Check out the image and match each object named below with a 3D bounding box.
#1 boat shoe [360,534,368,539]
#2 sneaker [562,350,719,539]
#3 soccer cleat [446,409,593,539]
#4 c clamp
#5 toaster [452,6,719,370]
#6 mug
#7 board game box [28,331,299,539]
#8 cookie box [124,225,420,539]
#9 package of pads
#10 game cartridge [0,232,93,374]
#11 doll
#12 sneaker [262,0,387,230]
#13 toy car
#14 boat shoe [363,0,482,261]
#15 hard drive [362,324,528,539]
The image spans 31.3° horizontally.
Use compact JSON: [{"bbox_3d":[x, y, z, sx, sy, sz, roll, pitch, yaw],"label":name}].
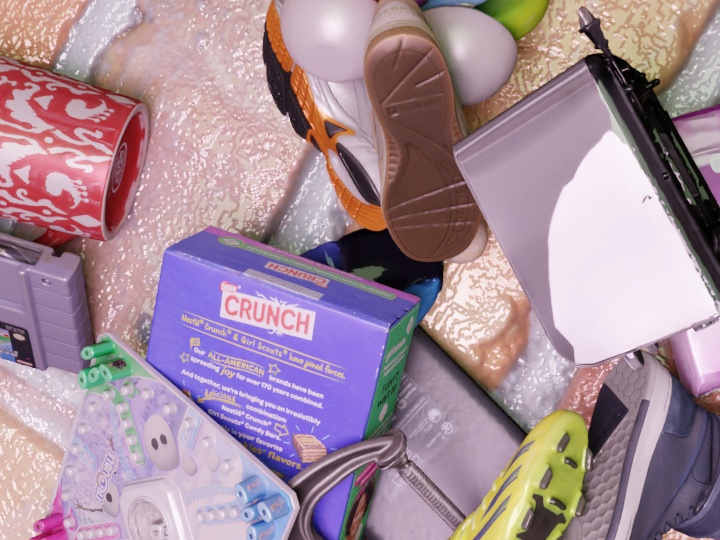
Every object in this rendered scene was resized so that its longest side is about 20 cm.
[{"bbox_3d":[-0.089,0.229,0.977,0.197,0.063,0.072,-14,87,5],"label":"boat shoe"},{"bbox_3d":[0.204,0.179,0.871,0.146,0.077,0.204,37,68,-22],"label":"sneaker"},{"bbox_3d":[0.085,0.178,0.837,0.083,0.064,0.202,25,92,47],"label":"soccer cleat"},{"bbox_3d":[0.039,0.176,0.878,0.171,0.027,0.200,-43,118,11],"label":"c clamp"},{"bbox_3d":[0.160,-0.044,0.821,0.118,0.181,0.202,-30,85,19],"label":"toaster"},{"bbox_3d":[-0.272,-0.087,0.985,0.197,0.179,0.135,14,51,2],"label":"mug"},{"bbox_3d":[-0.148,0.179,0.895,0.199,0.026,0.202,36,120,26],"label":"board game box"},{"bbox_3d":[-0.065,0.093,0.906,0.169,0.075,0.203,19,112,13],"label":"cookie box"},{"bbox_3d":[0.268,-0.017,0.927,0.119,0.076,0.203,-15,88,7],"label":"package of pads"},{"bbox_3d":[-0.302,0.013,0.976,0.197,0.131,0.039,15,48,7],"label":"game cartridge"},{"bbox_3d":[0.000,0.000,0.961,0.198,0.049,0.138,-21,56,10],"label":"doll"},{"bbox_3d":[-0.002,-0.128,0.971,0.091,0.076,0.201,-24,75,-24],"label":"sneaker"},{"bbox_3d":[0.039,-0.225,0.894,0.197,0.151,0.177,12,60,4],"label":"toy car"},{"bbox_3d":[0.041,-0.092,0.867,0.071,0.065,0.201,-10,133,7],"label":"boat shoe"},{"bbox_3d":[0.047,0.143,0.959,0.200,0.033,0.140,45,95,14],"label":"hard drive"}]
